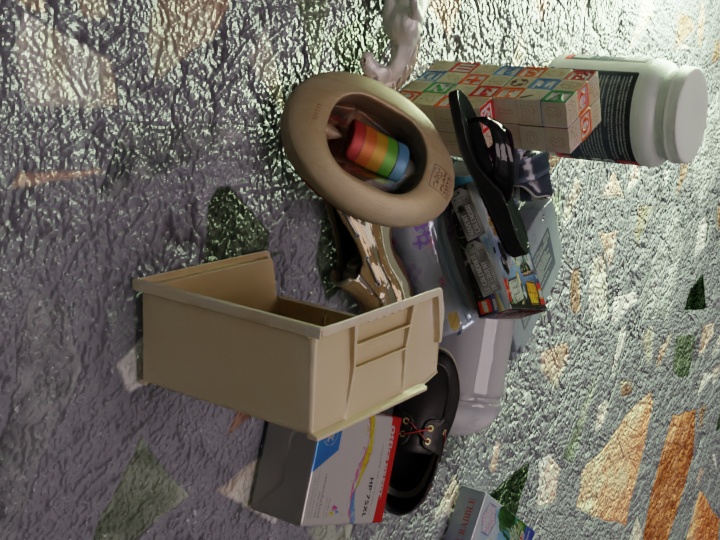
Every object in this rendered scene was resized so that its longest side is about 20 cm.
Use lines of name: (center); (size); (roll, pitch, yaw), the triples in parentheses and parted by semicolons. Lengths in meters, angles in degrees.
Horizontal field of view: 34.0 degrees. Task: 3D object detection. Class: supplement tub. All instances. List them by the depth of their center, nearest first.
supplement tub: (0.346, -0.213, 1.566); (0.140, 0.198, 0.143); (-21, 115, -52)

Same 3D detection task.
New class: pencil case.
pencil case: (0.069, -0.030, 1.257); (0.083, 0.090, 0.203); (-33, 113, -43)

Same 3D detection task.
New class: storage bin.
storage bin: (-0.057, 0.054, 1.017); (0.198, 0.198, 0.095); (-16, 113, -54)

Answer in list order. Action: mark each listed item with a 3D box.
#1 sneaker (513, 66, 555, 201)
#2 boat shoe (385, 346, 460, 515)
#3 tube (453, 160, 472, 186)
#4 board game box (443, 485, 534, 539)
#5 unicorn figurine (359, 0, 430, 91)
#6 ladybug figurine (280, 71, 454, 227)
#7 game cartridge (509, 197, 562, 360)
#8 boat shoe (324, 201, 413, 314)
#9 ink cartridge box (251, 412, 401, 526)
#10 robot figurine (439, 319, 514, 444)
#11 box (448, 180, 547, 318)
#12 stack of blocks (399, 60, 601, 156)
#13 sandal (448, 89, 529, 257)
sneaker: (0.202, -0.165, 1.442); (0.202, 0.076, 0.148); (-46, 129, -58)
boat shoe: (0.065, 0.179, 1.303); (0.063, 0.073, 0.204); (-79, -177, -64)
tube: (0.137, -0.031, 1.431); (0.078, 0.050, 0.203); (-71, 157, -61)
board game box: (0.158, 0.416, 1.584); (0.199, 0.041, 0.202); (43, 63, -52)
unicorn figurine: (0.039, -0.267, 1.192); (0.139, 0.073, 0.201); (83, 29, -42)
ladybug figurine: (0.004, -0.110, 1.136); (0.199, 0.072, 0.137); (29, 66, -24)
game cartridge: (0.217, 0.002, 1.562); (0.201, 0.041, 0.134); (-58, 138, -39)
boat shoe: (0.000, 0.000, 1.225); (0.076, 0.071, 0.202); (-30, 116, -33)
ink cartridge box: (-0.022, 0.200, 1.230); (0.199, 0.067, 0.118); (16, 85, -58)
robot figurine: (0.117, 0.105, 1.376); (0.168, 0.112, 0.203); (10, 90, -45)
box: (0.151, -0.018, 1.286); (0.200, 0.039, 0.139); (8, 65, -70)
stack of blocks: (0.145, -0.172, 1.268); (0.115, 0.198, 0.059); (-44, 133, -43)
sandal: (0.142, -0.105, 1.200); (0.076, 0.047, 0.202); (-82, 149, -52)
